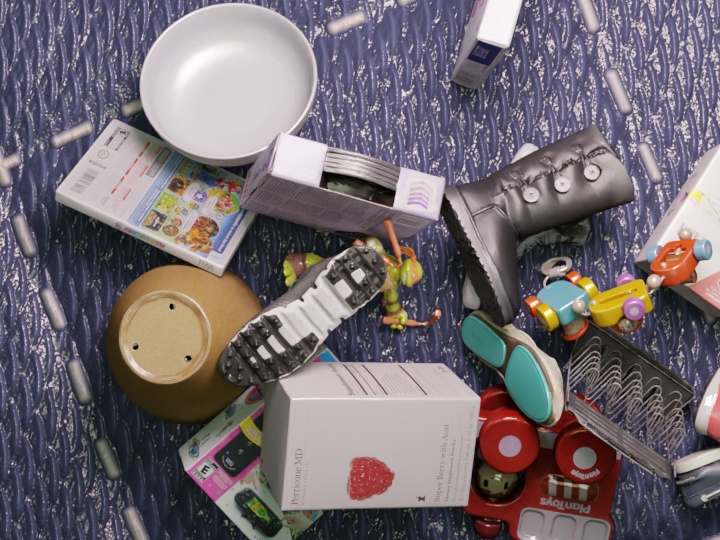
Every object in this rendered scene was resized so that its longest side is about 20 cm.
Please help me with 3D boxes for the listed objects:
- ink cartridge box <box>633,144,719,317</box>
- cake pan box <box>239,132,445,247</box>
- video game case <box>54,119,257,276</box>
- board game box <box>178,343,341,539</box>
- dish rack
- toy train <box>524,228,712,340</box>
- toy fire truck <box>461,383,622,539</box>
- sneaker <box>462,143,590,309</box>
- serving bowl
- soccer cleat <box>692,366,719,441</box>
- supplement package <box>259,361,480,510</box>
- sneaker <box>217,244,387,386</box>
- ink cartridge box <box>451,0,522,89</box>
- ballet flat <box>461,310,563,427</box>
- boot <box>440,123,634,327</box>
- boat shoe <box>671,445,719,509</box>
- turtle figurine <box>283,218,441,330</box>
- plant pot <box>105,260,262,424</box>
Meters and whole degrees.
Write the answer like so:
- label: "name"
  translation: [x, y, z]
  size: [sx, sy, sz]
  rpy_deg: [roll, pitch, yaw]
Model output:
- label: "ink cartridge box"
  translation: [0.419, -0.061, 1.367]
  size: [0.116, 0.067, 0.201]
  rpy_deg: [34, 87, 1]
- label: "cake pan box"
  translation: [-0.024, -0.081, 1.274]
  size: [0.183, 0.200, 0.053]
  rpy_deg: [13, 80, -12]
- label: "video game case"
  translation: [-0.218, -0.084, 1.334]
  size: [0.199, 0.018, 0.144]
  rpy_deg: [25, 44, 1]
- label: "board game box"
  translation: [-0.075, 0.192, 1.313]
  size: [0.200, 0.064, 0.148]
  rpy_deg: [-41, 109, -4]
- label: "dish rack"
  translation: [0.287, 0.139, 1.289]
  size: [0.153, 0.200, 0.055]
  rpy_deg: [34, 112, 1]
- label: "toy train"
  translation: [0.281, 0.023, 1.305]
  size: [0.150, 0.199, 0.056]
  rpy_deg: [-49, 120, -45]
- label: "toy fire truck"
  translation: [0.191, 0.226, 1.325]
  size: [0.198, 0.112, 0.169]
  rpy_deg: [8, 103, 0]
- label: "sneaker"
  translation: [0.194, -0.036, 1.353]
  size: [0.113, 0.076, 0.201]
  rpy_deg: [23, 82, 3]
- label: "serving bowl"
  translation: [-0.145, -0.200, 1.353]
  size: [0.198, 0.066, 0.202]
  rpy_deg: [-1, 67, 1]
- label: "soccer cleat"
  translation: [0.442, 0.103, 1.338]
  size: [0.073, 0.068, 0.201]
  rpy_deg: [23, 75, 27]
- label: "supplement package"
  translation: [0.006, 0.168, 1.234]
  size: [0.198, 0.120, 0.122]
  rpy_deg: [2, 103, -16]
- label: "sneaker"
  translation: [-0.060, 0.047, 1.224]
  size: [0.200, 0.090, 0.067]
  rpy_deg: [-39, 99, -4]
- label: "ink cartridge box"
  translation: [0.156, -0.318, 1.317]
  size: [0.043, 0.196, 0.202]
  rpy_deg: [16, 85, -2]
- label: "ballet flat"
  translation: [0.179, 0.098, 1.295]
  size: [0.062, 0.200, 0.068]
  rpy_deg: [1, 118, -26]
- label: "boot"
  translation: [0.205, -0.050, 1.294]
  size: [0.199, 0.066, 0.166]
  rpy_deg: [-21, 80, -12]
- label: "boat shoe"
  translation: [0.451, 0.213, 1.340]
  size: [0.198, 0.075, 0.062]
  rpy_deg: [-18, 84, -2]
- label: "turtle figurine"
  translation: [0.000, 0.000, 1.318]
  size: [0.160, 0.200, 0.065]
  rpy_deg: [-5, 56, 14]
- label: "plant pot"
  translation: [-0.194, 0.076, 1.274]
  size: [0.185, 0.200, 0.188]
  rpy_deg: [0, 86, -1]
